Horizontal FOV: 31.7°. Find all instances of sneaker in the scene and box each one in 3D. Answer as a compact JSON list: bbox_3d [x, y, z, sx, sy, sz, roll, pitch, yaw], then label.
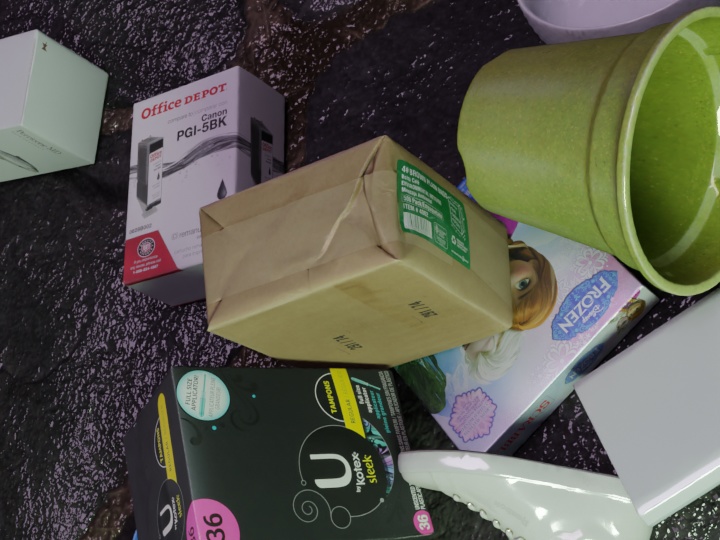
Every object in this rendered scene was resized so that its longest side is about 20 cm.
[{"bbox_3d":[0.118,0.183,0.954,0.197,0.073,0.086,9,83,15],"label":"sneaker"}]

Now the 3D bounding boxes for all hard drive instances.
[{"bbox_3d":[0.261,0.077,0.907,0.199,0.027,0.133,-35,40,13],"label":"hard drive"}]

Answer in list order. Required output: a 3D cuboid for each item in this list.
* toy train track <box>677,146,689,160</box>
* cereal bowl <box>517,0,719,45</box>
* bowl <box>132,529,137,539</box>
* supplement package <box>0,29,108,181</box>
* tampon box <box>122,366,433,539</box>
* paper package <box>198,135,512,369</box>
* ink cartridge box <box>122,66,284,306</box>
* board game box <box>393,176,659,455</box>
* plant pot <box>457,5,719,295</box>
[{"bbox_3d":[0.265,-0.064,0.999,0.115,0.032,0.200,-52,54,7],"label":"toy train track"},{"bbox_3d":[0.231,-0.240,1.041,0.198,0.084,0.202,-20,43,20],"label":"cereal bowl"},{"bbox_3d":[-0.159,0.314,1.075,0.200,0.039,0.204,179,90,-68],"label":"bowl"},{"bbox_3d":[-0.404,-0.181,1.448,0.198,0.117,0.119,-7,68,33],"label":"supplement package"},{"bbox_3d":[-0.069,0.170,1.011,0.126,0.198,0.151,-50,47,47],"label":"tampon box"},{"bbox_3d":[0.000,0.000,0.999,0.189,0.199,0.105,-20,63,27],"label":"paper package"},{"bbox_3d":[-0.155,-0.082,1.260,0.145,0.083,0.203,-14,65,30],"label":"ink cartridge box"},{"bbox_3d":[0.113,0.028,1.062,0.200,0.041,0.200,-48,53,10],"label":"board game box"},{"bbox_3d":[0.179,-0.095,0.946,0.183,0.200,0.203,12,79,45],"label":"plant pot"}]
